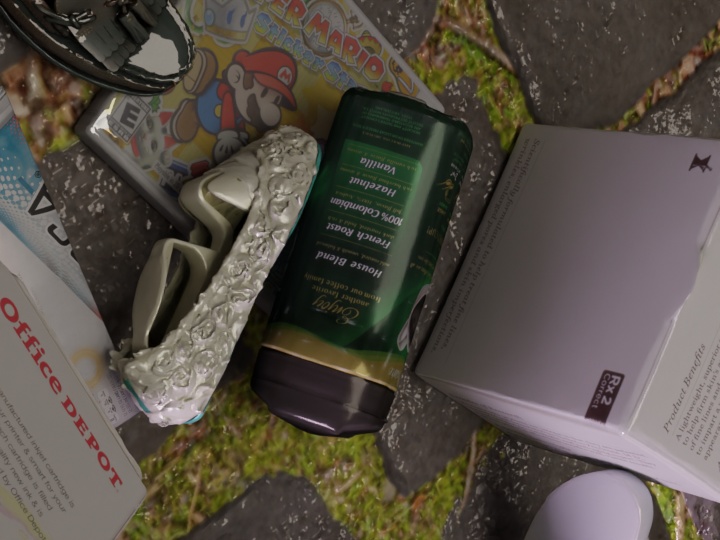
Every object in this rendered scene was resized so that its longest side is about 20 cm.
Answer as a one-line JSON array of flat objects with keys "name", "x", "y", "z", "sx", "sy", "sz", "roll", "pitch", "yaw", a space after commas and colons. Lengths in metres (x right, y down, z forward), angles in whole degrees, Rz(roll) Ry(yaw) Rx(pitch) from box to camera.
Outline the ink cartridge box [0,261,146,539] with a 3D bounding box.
[{"name": "ink cartridge box", "x": -0.200, "y": 0.108, "z": 0.747, "sx": 0.148, "sy": 0.085, "sz": 0.200, "roll": 61, "pitch": 23, "yaw": -13}]

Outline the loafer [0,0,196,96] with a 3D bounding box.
[{"name": "loafer", "x": -0.162, "y": -0.161, "z": 0.850, "sx": 0.200, "sy": 0.063, "sz": 0.072, "roll": 38, "pitch": 71, "yaw": -27}]

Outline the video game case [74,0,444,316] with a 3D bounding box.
[{"name": "video game case", "x": -0.053, "y": -0.092, "z": 0.984, "sx": 0.200, "sy": 0.023, "sz": 0.183, "roll": 45, "pitch": 69, "yaw": -33}]

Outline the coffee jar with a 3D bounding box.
[{"name": "coffee jar", "x": 0.000, "y": 0.000, "z": 0.960, "sx": 0.084, "sy": 0.104, "sz": 0.202, "roll": 17, "pitch": 84, "yaw": 7}]

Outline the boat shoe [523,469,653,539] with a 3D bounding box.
[{"name": "boat shoe", "x": 0.154, "y": 0.199, "z": 1.105, "sx": 0.067, "sy": 0.072, "sz": 0.201, "roll": -12, "pitch": 143, "yaw": -35}]

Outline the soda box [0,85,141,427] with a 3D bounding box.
[{"name": "soda box", "x": -0.192, "y": 0.004, "z": 0.864, "sx": 0.068, "sy": 0.063, "sz": 0.202, "roll": -33, "pitch": 116, "yaw": -30}]

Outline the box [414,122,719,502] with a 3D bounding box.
[{"name": "box", "x": 0.175, "y": 0.023, "z": 1.067, "sx": 0.130, "sy": 0.199, "sz": 0.200, "roll": 34, "pitch": 76, "yaw": -38}]

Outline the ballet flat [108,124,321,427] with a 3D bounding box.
[{"name": "ballet flat", "x": -0.081, "y": -0.011, "z": 0.899, "sx": 0.072, "sy": 0.071, "sz": 0.201, "roll": 41, "pitch": 58, "yaw": -34}]
